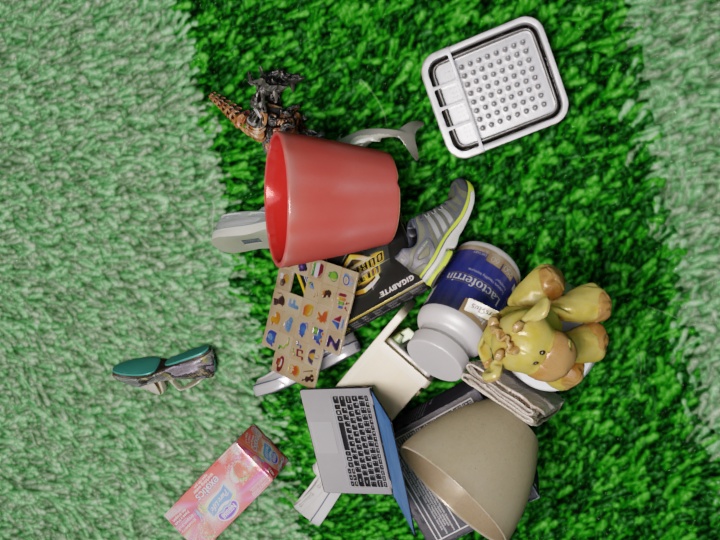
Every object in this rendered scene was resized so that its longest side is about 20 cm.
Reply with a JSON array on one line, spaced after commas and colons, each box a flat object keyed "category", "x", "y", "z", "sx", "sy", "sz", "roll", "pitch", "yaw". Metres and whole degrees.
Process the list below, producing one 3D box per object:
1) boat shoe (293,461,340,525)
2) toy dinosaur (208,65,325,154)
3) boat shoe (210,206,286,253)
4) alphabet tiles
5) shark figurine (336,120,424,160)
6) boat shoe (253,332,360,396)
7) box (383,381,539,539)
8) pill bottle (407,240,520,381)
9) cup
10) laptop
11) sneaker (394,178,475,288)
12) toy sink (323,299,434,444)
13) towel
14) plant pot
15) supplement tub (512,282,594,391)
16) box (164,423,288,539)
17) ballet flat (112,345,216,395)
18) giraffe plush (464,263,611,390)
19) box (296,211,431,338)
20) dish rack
[{"category": "boat shoe", "x": -0.051, "y": 0.346, "z": 1.452, "sx": 0.065, "sy": 0.074, "sz": 0.201, "roll": 30, "pitch": 102, "yaw": 2}, {"category": "toy dinosaur", "x": -0.152, "y": -0.253, "z": 1.386, "sx": 0.198, "sy": 0.102, "sz": 0.137, "roll": 11, "pitch": 118, "yaw": -11}, {"category": "boat shoe", "x": -0.156, "y": -0.079, "z": 1.412, "sx": 0.199, "sy": 0.070, "sz": 0.072, "roll": -5, "pitch": 58, "yaw": 20}, {"category": "alphabet tiles", "x": -0.087, "y": 0.080, "z": 1.363, "sx": 0.166, "sy": 0.008, "sz": 0.202, "roll": 18, "pitch": 98, "yaw": 38}, {"category": "shark figurine", "x": -0.009, "y": -0.201, "z": 1.370, "sx": 0.214, "sy": 0.090, "sz": 0.128, "roll": -34, "pitch": 124, "yaw": 22}, {"category": "boat shoe", "x": -0.098, "y": 0.149, "z": 1.436, "sx": 0.199, "sy": 0.074, "sz": 0.066, "roll": -26, "pitch": 83, "yaw": 4}, {"category": "box", "x": 0.158, "y": 0.307, "z": 1.376, "sx": 0.197, "sy": 0.123, "sz": 0.201, "roll": -30, "pitch": 90, "yaw": 14}, {"category": "pill bottle", "x": 0.157, "y": 0.062, "z": 1.299, "sx": 0.115, "sy": 0.116, "sz": 0.201, "roll": 30, "pitch": 62, "yaw": 6}, {"category": "cup", "x": 0.176, "y": 0.273, "z": 1.227, "sx": 0.200, "sy": 0.200, "sz": 0.143, "roll": 44, "pitch": 73, "yaw": 3}, {"category": "laptop", "x": -0.007, "y": 0.285, "z": 1.281, "sx": 0.198, "sy": 0.116, "sz": 0.189, "roll": -5, "pitch": 107, "yaw": 24}, {"category": "sneaker", "x": 0.119, "y": -0.073, "z": 1.313, "sx": 0.080, "sy": 0.201, "sz": 0.074, "roll": 27, "pitch": 147, "yaw": -2}, {"category": "toy sink", "x": 0.054, "y": 0.163, "z": 1.376, "sx": 0.112, "sy": 0.130, "sz": 0.200, "roll": 40, "pitch": 103, "yaw": 4}, {"category": "towel", "x": 0.232, "y": 0.175, "z": 1.268, "sx": 0.132, "sy": 0.200, "sz": 0.035, "roll": 34, "pitch": 101, "yaw": 20}, {"category": "plant pot", "x": -0.043, "y": -0.108, "z": 1.277, "sx": 0.176, "sy": 0.200, "sz": 0.203, "roll": -2, "pitch": 98, "yaw": -15}, {"category": "supplement tub", "x": 0.285, "y": 0.096, "z": 1.281, "sx": 0.143, "sy": 0.200, "sz": 0.146, "roll": 2, "pitch": 98, "yaw": 12}, {"category": "box", "x": -0.233, "y": 0.380, "z": 1.481, "sx": 0.095, "sy": 0.103, "sz": 0.200, "roll": 44, "pitch": 103, "yaw": 3}, {"category": "ballet flat", "x": -0.345, "y": 0.185, "z": 1.497, "sx": 0.198, "sy": 0.072, "sz": 0.073, "roll": -12, "pitch": 95, "yaw": 15}, {"category": "giraffe plush", "x": 0.228, "y": 0.084, "z": 1.104, "sx": 0.198, "sy": 0.162, "sz": 0.174, "roll": 7, "pitch": 99, "yaw": 10}, {"category": "box", "x": 0.000, "y": 0.000, "z": 1.375, "sx": 0.199, "sy": 0.049, "sz": 0.161, "roll": -29, "pitch": 63, "yaw": 14}, {"category": "dish rack", "x": 0.210, "y": -0.284, "z": 1.326, "sx": 0.198, "sy": 0.044, "sz": 0.173, "roll": -20, "pitch": 92, "yaw": 14}]
